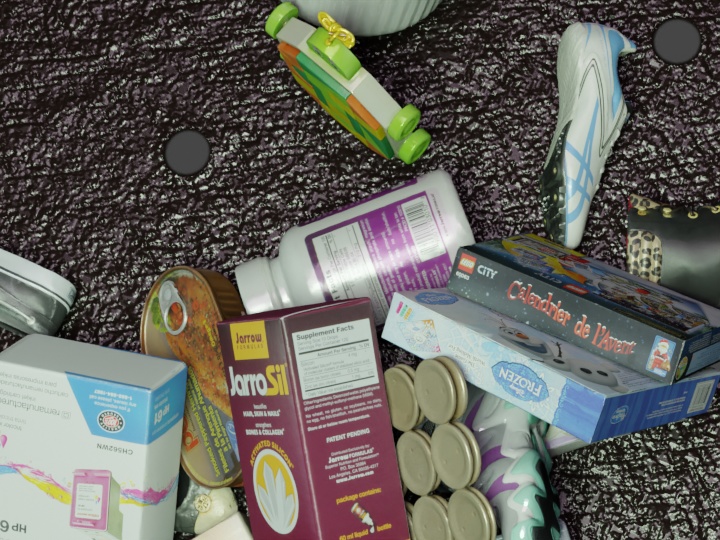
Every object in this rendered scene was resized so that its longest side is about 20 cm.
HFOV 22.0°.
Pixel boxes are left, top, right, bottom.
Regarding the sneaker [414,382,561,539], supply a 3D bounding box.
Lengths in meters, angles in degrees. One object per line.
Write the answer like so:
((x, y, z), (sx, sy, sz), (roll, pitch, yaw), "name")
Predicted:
((0.082, 0.166, 1.468), (0.139, 0.078, 0.201), (-15, 35, 14), "sneaker")

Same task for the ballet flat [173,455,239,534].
((-0.194, 0.168, 1.577), (0.199, 0.057, 0.067), (27, 82, 13), "ballet flat")

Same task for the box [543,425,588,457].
((0.160, 0.132, 1.544), (0.198, 0.041, 0.039), (-19, 72, 4), "box")

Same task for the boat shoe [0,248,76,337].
((-0.352, 0.012, 1.630), (0.198, 0.074, 0.068), (22, 66, 3), "boat shoe")

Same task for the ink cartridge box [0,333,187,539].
((-0.229, 0.169, 1.526), (0.143, 0.085, 0.202), (9, 107, 13), "ink cartridge box")

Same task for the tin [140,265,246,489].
((-0.127, 0.089, 1.560), (0.112, 0.042, 0.201), (-43, 57, 33), "tin")

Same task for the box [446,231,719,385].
((0.185, 0.026, 1.474), (0.199, 0.136, 0.038), (24, 107, 25), "box")

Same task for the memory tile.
((0.035, 0.153, 1.444), (0.017, 0.200, 0.155), (-12, 84, -33), "memory tile")

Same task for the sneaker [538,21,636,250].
((0.196, -0.113, 1.587), (0.072, 0.072, 0.202), (10, 83, -9), "sneaker")

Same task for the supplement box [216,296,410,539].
((-0.037, 0.129, 1.450), (0.085, 0.110, 0.202), (-11, 92, -33), "supplement box")

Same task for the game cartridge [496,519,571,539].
((0.089, 0.287, 1.483), (0.198, 0.041, 0.134), (-19, 109, 4), "game cartridge")

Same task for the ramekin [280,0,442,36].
((0.001, -0.297, 1.610), (0.198, 0.105, 0.202), (4, 57, -6), "ramekin")

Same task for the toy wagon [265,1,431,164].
((-0.016, -0.162, 1.558), (0.155, 0.200, 0.040), (41, 87, 15), "toy wagon")

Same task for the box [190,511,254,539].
((-0.077, 0.306, 1.510), (0.077, 0.095, 0.201), (-30, 76, -1), "box")

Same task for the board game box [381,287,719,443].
((0.152, 0.067, 1.455), (0.198, 0.199, 0.044), (27, 107, 32), "board game box")

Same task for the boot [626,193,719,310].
((0.299, -0.049, 1.555), (0.149, 0.073, 0.202), (4, 82, 9), "boot")

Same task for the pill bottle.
((0.000, 0.000, 1.563), (0.199, 0.112, 0.113), (-21, 74, 3), "pill bottle")
